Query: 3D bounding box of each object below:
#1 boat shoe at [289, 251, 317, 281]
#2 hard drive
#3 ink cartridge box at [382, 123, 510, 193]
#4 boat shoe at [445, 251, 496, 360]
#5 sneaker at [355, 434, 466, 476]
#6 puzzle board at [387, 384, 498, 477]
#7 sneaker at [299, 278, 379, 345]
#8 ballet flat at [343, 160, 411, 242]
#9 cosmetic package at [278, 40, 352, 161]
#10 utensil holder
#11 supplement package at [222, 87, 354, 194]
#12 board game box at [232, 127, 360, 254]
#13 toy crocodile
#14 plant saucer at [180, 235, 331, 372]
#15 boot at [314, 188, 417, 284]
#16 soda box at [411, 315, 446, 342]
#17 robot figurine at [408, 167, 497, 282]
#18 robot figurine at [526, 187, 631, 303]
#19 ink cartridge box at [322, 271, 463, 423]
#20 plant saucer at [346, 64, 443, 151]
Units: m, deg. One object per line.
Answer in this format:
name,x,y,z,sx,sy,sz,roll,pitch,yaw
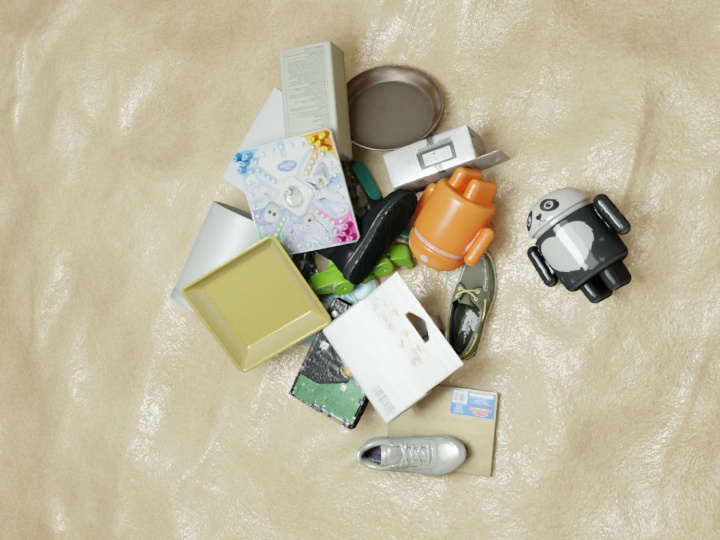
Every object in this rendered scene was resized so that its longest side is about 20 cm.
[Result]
boat shoe,-0.113,0.003,1.697,0.062,0.073,0.200,23,98,4
hard drive,-0.028,0.167,1.602,0.139,0.038,0.200,27,96,19
ink cartridge box,0.155,-0.201,1.576,0.200,0.116,0.068,-18,83,18
boat shoe,0.196,0.062,1.580,0.072,0.060,0.202,10,91,21
sneaker,0.087,0.333,1.573,0.199,0.100,0.075,-5,83,18
puzzle board,0.147,0.285,1.614,0.199,0.017,0.151,5,89,20
sneaker,-0.052,0.079,1.658,0.200,0.082,0.074,-39,77,12
ballet flat,0.022,-0.113,1.656,0.075,0.068,0.200,-48,67,35
cosmetic package,-0.079,-0.293,1.571,0.103,0.073,0.201,-6,86,20
utensil holder,-0.246,-0.011,1.688,0.170,0.170,0.200,25,95,19
supplement package,-0.135,-0.215,1.685,0.156,0.111,0.200,36,99,17
board game box,-0.116,-0.129,1.546,0.199,0.026,0.201,-10,101,27
toy crocodile,0.000,0.000,1.632,0.200,0.062,0.068,-23,50,1
plant saucer,-0.184,0.055,1.586,0.200,0.048,0.200,-30,110,9
boot,-0.012,-0.096,1.589,0.168,0.076,0.200,42,102,34
soda box,0.059,0.147,1.625,0.200,0.063,0.068,-23,80,18
robot figurine,0.160,-0.081,1.555,0.144,0.117,0.200,29,114,-1
robot figurine,0.366,-0.044,1.487,0.150,0.125,0.200,-32,77,-2
ink cartridge box,0.059,0.132,1.529,0.176,0.045,0.200,-39,77,15
plant saucer,0.052,-0.292,1.624,0.200,0.032,0.201,-3,61,6
